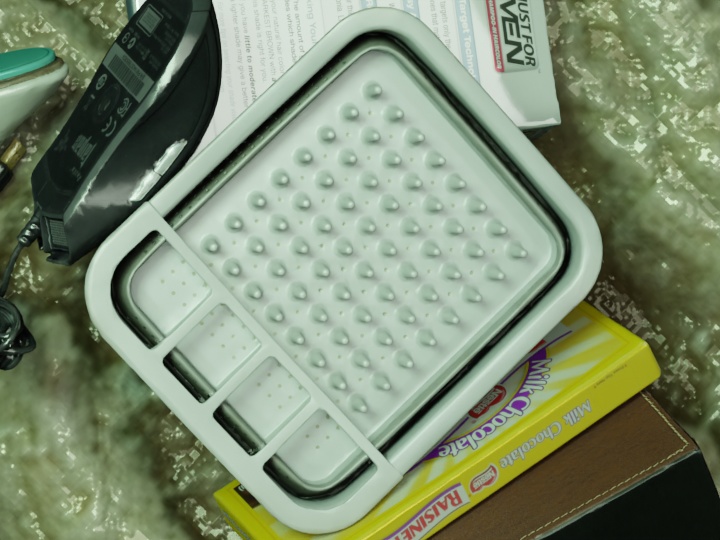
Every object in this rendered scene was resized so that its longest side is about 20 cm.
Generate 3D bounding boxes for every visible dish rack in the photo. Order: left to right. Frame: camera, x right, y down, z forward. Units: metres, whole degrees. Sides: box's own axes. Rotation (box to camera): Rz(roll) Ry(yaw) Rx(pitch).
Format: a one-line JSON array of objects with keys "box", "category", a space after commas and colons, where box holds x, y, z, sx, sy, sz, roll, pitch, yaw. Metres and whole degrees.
[{"box": [-0.008, -0.001, 1.091, 0.200, 0.044, 0.172, -44, 101, -4], "category": "dish rack"}]

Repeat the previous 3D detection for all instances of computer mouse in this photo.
[{"box": [-0.127, -0.048, 1.122, 0.046, 0.140, 0.200, 31, 92, -29], "category": "computer mouse"}]

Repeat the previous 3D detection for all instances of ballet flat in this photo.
[{"box": [-0.233, -0.058, 1.149, 0.199, 0.069, 0.070, -11, 86, -3], "category": "ballet flat"}]

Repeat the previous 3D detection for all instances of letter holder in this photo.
[{"box": [0.062, 0.136, 1.150, 0.200, 0.142, 0.101, -29, 120, -5], "category": "letter holder"}]

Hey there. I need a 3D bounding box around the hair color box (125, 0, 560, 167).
[{"box": [-0.010, -0.104, 1.174, 0.199, 0.061, 0.099, -7, 86, -7], "category": "hair color box"}]

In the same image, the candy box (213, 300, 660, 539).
[{"box": [0.035, 0.078, 1.137, 0.200, 0.102, 0.026, -34, 123, -12], "category": "candy box"}]
